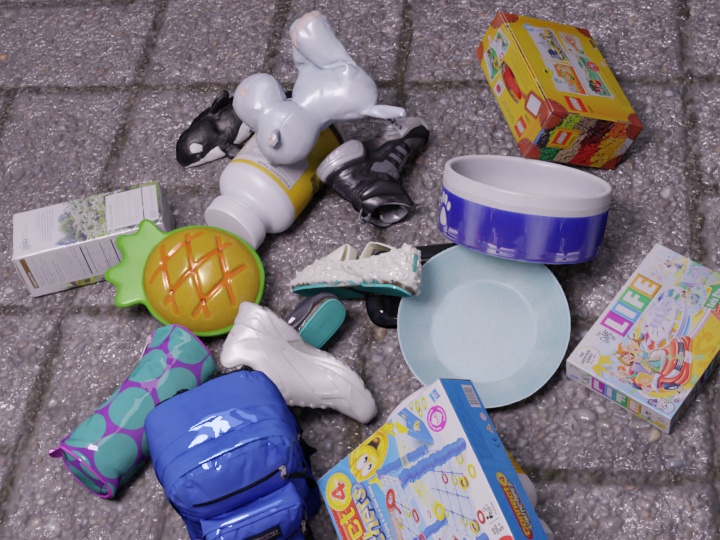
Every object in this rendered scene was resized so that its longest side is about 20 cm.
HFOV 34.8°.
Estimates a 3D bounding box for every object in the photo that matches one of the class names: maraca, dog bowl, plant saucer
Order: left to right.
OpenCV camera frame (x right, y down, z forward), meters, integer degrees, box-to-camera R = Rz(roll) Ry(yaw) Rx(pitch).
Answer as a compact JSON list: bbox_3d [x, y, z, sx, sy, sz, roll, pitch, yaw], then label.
[{"bbox_3d":[-0.213,0.007,1.403,0.198,0.107,0.139,14,72,9],"label":"maraca"},{"bbox_3d":[0.142,0.066,1.331,0.198,0.039,0.203,-2,68,6],"label":"plant saucer"},{"bbox_3d":[0.192,-0.075,1.358,0.197,0.080,0.200,7,18,-2],"label":"dog bowl"}]

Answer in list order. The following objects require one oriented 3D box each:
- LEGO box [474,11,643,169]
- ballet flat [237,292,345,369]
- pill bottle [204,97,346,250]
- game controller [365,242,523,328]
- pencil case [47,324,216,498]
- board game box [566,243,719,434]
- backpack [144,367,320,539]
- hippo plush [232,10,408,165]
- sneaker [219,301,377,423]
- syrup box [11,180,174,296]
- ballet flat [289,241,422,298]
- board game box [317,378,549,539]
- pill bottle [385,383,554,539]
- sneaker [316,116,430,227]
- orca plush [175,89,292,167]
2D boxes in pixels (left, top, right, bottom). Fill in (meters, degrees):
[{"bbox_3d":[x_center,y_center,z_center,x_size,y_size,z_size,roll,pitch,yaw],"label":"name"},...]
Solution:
[{"bbox_3d":[0.255,-0.235,1.495,0.147,0.077,0.201,5,47,-26],"label":"LEGO box"},{"bbox_3d":[-0.096,0.104,1.349,0.073,0.073,0.200,30,69,28],"label":"ballet flat"},{"bbox_3d":[-0.112,-0.120,1.487,0.111,0.113,0.201,23,60,24],"label":"pill bottle"},{"bbox_3d":[0.103,0.015,1.400,0.197,0.042,0.106,-6,66,6],"label":"game controller"},{"bbox_3d":[-0.256,0.158,1.316,0.092,0.085,0.200,33,63,11],"label":"pencil case"},{"bbox_3d":[0.344,0.073,1.311,0.134,0.034,0.200,29,62,28],"label":"board game box"},{"bbox_3d":[-0.122,0.206,1.183,0.161,0.201,0.168,-25,53,-11],"label":"backpack"},{"bbox_3d":[-0.063,-0.196,1.414,0.160,0.159,0.201,-39,82,-2],"label":"hippo plush"},{"bbox_3d":[-0.074,0.125,1.286,0.199,0.078,0.100,35,81,-12],"label":"sneaker"},{"bbox_3d":[-0.342,-0.041,1.484,0.198,0.082,0.079,-14,50,-1],"label":"syrup box"},{"bbox_3d":[0.000,0.000,1.365,0.199,0.072,0.072,-2,47,44],"label":"ballet flat"},{"bbox_3d":[0.068,0.243,1.122,0.196,0.056,0.201,-44,56,30],"label":"board game box"},{"bbox_3d":[0.113,0.219,1.193,0.104,0.105,0.200,-29,54,-13],"label":"pill bottle"},{"bbox_3d":[0.039,-0.123,1.491,0.199,0.075,0.114,-28,81,-41],"label":"sneaker"},{"bbox_3d":[-0.172,-0.217,1.596,0.198,0.071,0.106,-19,52,-5],"label":"orca plush"}]
